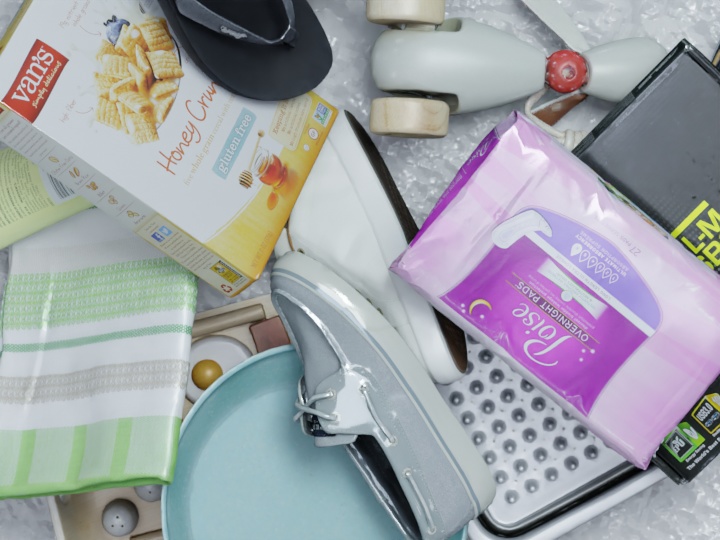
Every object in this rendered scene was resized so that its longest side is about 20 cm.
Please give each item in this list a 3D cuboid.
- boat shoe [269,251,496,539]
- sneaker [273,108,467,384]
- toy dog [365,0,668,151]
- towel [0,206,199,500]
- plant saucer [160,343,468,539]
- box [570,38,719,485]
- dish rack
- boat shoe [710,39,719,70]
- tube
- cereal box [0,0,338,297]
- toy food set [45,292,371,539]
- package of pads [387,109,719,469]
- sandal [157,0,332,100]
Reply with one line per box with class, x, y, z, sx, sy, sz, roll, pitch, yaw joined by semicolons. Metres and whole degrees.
boat shoe;0.001;0.082;1.598;0.072;0.070;0.201;-42;103;-23
sneaker;0.000;0.000;1.656;0.085;0.073;0.200;-31;58;9
toy dog;0.083;-0.123;1.676;0.200;0.096;0.132;23;89;-15
towel;-0.166;0.038;1.632;0.149;0.031;0.200;-10;66;34
plant saucer;-0.031;0.144;1.638;0.200;0.036;0.200;2;85;-20
box;0.196;-0.004;1.624;0.193;0.048;0.200;44;100;-9
dish rack;0.127;0.068;1.690;0.200;0.044;0.172;-29;92;1
boat shoe;0.238;-0.098;1.660;0.071;0.091;0.201;18;92;0
tube;-0.223;-0.046;1.659;0.200;0.058;0.052;-21;124;27
cereal box;-0.122;-0.096;1.594;0.200;0.040;0.144;35;54;-16
toy food set;-0.105;0.101;1.684;0.200;0.060;0.144;-15;92;1
package of pads;0.128;0.012;1.569;0.200;0.076;0.121;39;98;-5
sandal;-0.086;-0.170;1.564;0.200;0.043;0.076;46;72;-31
